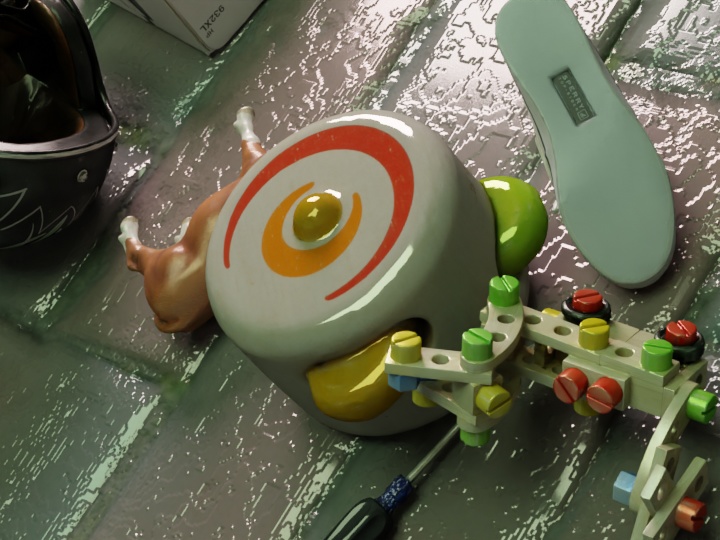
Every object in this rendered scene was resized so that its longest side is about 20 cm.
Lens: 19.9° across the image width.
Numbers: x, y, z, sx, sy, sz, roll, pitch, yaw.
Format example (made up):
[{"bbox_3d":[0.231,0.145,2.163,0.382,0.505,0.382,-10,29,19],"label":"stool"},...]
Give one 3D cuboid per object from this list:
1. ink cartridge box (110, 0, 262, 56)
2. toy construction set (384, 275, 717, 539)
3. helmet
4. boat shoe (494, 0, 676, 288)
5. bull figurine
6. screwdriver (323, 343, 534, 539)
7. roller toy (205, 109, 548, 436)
[{"bbox_3d":[-0.148,-0.277,1.644,0.145,0.084,0.200,-50,45,-8],"label":"ink cartridge box"},{"bbox_3d":[0.123,0.072,1.171,0.200,0.092,0.131,33,40,21],"label":"toy construction set"},{"bbox_3d":[-0.282,-0.109,1.537,0.200,0.200,0.191,-15,94,25],"label":"helmet"},{"bbox_3d":[0.144,-0.078,1.304,0.075,0.086,0.202,-28,75,8],"label":"boat shoe"},{"bbox_3d":[-0.078,-0.041,1.434,0.200,0.065,0.121,-39,41,0],"label":"bull figurine"},{"bbox_3d":[0.038,0.115,1.261,0.200,0.029,0.028,-49,45,-6],"label":"screwdriver"},{"bbox_3d":[0.000,0.000,1.294,0.182,0.140,0.200,17,69,42],"label":"roller toy"}]
